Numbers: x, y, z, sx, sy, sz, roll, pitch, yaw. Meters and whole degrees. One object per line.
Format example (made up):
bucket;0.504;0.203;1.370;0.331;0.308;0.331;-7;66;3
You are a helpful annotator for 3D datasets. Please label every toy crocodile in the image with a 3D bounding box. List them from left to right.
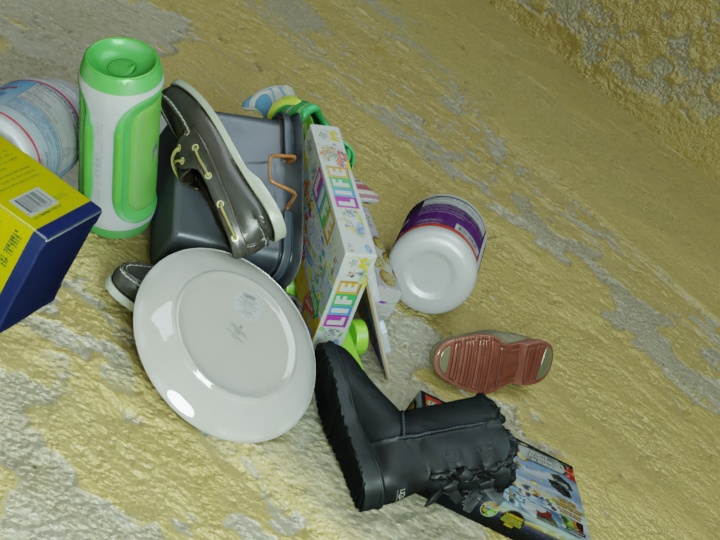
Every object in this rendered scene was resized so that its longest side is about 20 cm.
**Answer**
toy crocodile;-0.046;0.053;1.508;0.067;0.062;0.200;-4;46;-28

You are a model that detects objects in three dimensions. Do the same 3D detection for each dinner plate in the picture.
dinner plate;-0.120;0.064;1.324;0.200;0.024;0.201;23;49;-29

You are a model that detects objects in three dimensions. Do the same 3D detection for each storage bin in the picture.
storage bin;-0.141;-0.079;1.484;0.134;0.146;0.201;10;63;-25

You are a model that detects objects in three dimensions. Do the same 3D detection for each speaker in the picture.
speaker;-0.241;-0.130;1.411;0.088;0.201;0.089;6;42;-6

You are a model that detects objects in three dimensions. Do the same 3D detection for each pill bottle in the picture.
pill bottle;-0.340;-0.130;1.411;0.109;0.109;0.200;32;22;-4
pill bottle;0.101;-0.029;1.800;0.112;0.113;0.200;33;22;-2

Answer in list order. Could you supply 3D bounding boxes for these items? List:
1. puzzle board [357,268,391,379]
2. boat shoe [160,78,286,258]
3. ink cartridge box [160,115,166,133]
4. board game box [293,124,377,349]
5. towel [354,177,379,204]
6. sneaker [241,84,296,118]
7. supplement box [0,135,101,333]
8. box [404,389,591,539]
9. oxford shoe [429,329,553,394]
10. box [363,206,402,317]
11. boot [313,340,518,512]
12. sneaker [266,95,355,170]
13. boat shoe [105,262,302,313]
puzzle board;0.000;0.000;1.547;0.017;0.201;0.151;-17;38;-6
boat shoe;-0.150;-0.102;1.393;0.060;0.072;0.201;-30;71;-17
ink cartridge box;-0.201;-0.117;1.653;0.162;0.050;0.200;38;20;14
board game box;-0.037;-0.036;1.458;0.034;0.135;0.200;5;42;-20
towel;-0.085;-0.134;1.823;0.200;0.030;0.146;33;18;30
sneaker;-0.088;-0.118;1.669;0.072;0.072;0.201;-90;165;-80
supplement box;-0.351;-0.056;1.246;0.200;0.109;0.110;36;23;4
box;0.139;0.214;1.459;0.199;0.040;0.137;28;25;-14
oxford shoe;0.142;0.104;1.676;0.200;0.071;0.074;8;8;-46
box;0.005;-0.017;1.737;0.041;0.039;0.200;17;28;-23
boot;0.053;0.144;1.360;0.162;0.074;0.199;-7;49;-19
sneaker;-0.043;-0.102;1.596;0.083;0.074;0.201;10;-49;55
boat shoe;-0.152;0.025;1.396;0.201;0.061;0.072;20;27;-31
